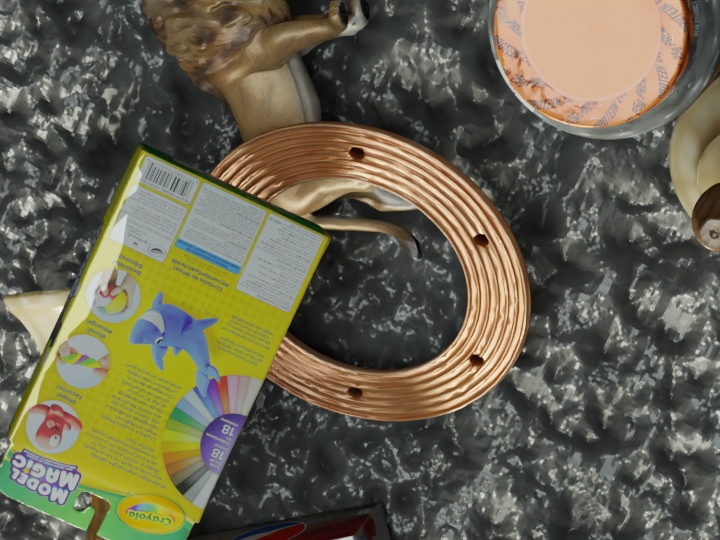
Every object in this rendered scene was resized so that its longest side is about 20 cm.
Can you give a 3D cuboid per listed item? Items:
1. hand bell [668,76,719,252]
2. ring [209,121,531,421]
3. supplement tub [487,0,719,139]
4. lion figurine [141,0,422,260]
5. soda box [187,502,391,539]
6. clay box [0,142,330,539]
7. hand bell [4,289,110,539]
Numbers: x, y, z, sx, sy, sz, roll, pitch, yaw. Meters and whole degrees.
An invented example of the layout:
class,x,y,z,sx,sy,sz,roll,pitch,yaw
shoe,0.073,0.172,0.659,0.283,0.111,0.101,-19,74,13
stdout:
class,x,y,z,sx,sy,sz,roll,pitch,yaw
hand bell,0.193,-0.040,1.452,0.103,0.200,0.105,4,103,15
ring,0.000,0.000,1.575,0.199,0.019,0.201,11,127,15
supplement tub,0.135,-0.136,1.447,0.122,0.200,0.123,4,103,15
lion figurine,-0.044,-0.089,1.576,0.122,0.072,0.201,-13,101,21
soda box,-0.079,0.190,1.646,0.199,0.070,0.064,-13,99,17
clay box,-0.110,0.046,1.531,0.114,0.048,0.201,25,96,-10
hand bell,-0.143,0.111,1.602,0.103,0.104,0.202,-5,88,16
